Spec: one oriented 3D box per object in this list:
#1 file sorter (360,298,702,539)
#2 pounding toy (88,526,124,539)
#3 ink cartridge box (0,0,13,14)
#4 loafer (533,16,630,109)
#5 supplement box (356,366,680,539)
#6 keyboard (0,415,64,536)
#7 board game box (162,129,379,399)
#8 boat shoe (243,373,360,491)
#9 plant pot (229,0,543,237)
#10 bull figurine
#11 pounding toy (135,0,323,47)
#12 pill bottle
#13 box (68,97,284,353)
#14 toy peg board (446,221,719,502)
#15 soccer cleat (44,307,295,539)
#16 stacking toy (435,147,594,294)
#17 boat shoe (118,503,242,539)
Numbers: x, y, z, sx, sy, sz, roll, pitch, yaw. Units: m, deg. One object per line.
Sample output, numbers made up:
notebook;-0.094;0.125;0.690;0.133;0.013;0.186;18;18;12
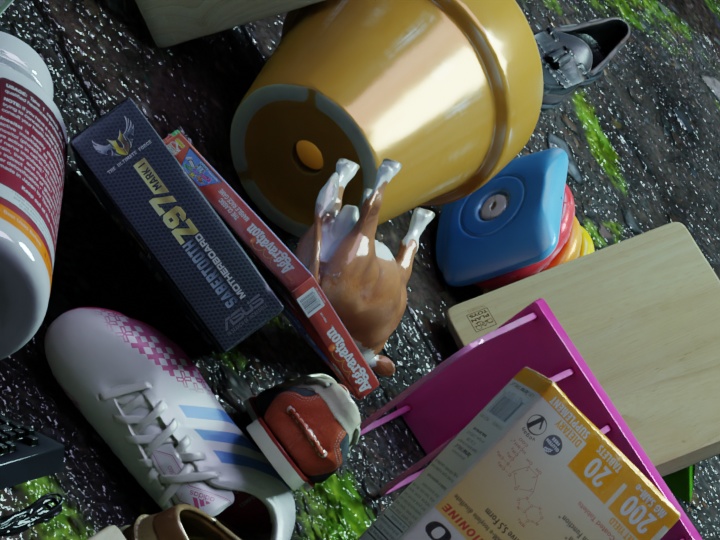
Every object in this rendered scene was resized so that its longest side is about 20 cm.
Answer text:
file sorter;0.104;0.149;1.799;0.201;0.139;0.125;57;29;7
pounding toy;-0.151;0.213;1.304;0.201;0.142;0.184;55;27;3
ink cartridge box;-0.197;-0.278;1.758;0.048;0.200;0.146;34;32;-27
loafer;0.189;-0.199;2.421;0.072;0.063;0.200;54;27;4
supplement box;0.084;0.177;1.665;0.126;0.200;0.074;45;-4;-13
keyboard;-0.221;0.109;1.404;0.127;0.021;0.200;28;19;23
board game box;-0.059;-0.006;1.664;0.200;0.019;0.103;46;-11;50
boat shoe;-0.032;0.095;1.659;0.071;0.062;0.200;51;-1;0
plant pot;0.005;-0.116;1.920;0.201;0.200;0.183;51;42;-4
bull figurine;0.000;0.000;1.788;0.065;0.122;0.200;15;-11;12
pounding toy;-0.116;-0.265;1.909;0.185;0.198;0.143;-90;161;-52
pill bottle;-0.228;-0.048;1.538;0.113;0.113;0.201;38;31;-27
box;-0.116;-0.024;1.653;0.158;0.051;0.200;54;-5;-2
toy peg board;0.193;0.095;1.985;0.098;0.199;0.200;82;-15;-49
soccer cleat;-0.110;0.103;1.586;0.200;0.070;0.087;44;19;-19
stacking toy;0.156;0.008;2.105;0.200;0.109;0.117;47;39;-36
boat shoe;-0.061;0.202;1.550;0.200;0.074;0.076;35;32;-31
